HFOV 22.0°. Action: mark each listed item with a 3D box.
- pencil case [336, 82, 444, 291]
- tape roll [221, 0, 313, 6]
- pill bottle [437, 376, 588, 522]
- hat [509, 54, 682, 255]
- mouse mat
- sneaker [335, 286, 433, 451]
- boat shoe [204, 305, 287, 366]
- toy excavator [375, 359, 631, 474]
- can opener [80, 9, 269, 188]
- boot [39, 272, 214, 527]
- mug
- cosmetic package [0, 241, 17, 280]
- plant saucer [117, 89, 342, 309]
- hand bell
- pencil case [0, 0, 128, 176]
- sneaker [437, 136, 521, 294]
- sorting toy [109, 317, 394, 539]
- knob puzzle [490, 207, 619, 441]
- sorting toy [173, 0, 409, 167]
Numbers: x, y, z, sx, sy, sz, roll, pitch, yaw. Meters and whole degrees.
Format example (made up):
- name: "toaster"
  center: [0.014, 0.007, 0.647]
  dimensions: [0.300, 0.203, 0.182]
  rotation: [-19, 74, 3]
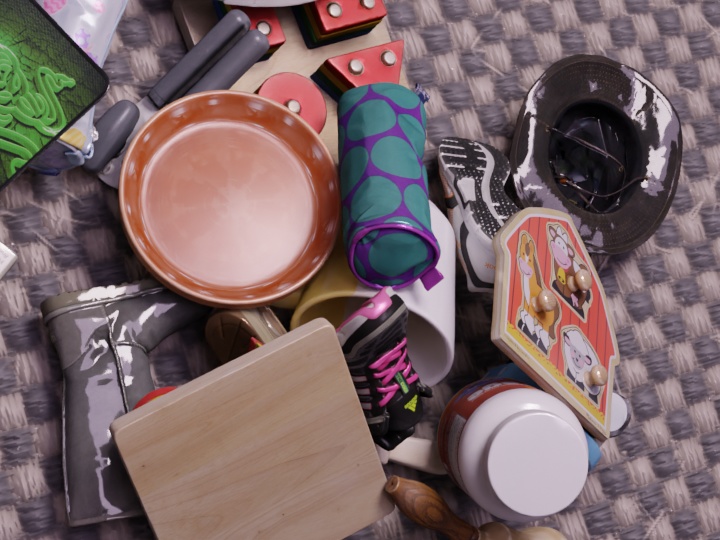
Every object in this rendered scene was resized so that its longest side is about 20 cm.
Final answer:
- name: "pencil case"
  center: [0.025, -0.077, 1.621]
  dimensions: [0.092, 0.085, 0.201]
  rotation: [34, 35, -31]
- name: "tape roll"
  center: [-0.095, -0.313, 1.727]
  dimensions: [0.201, 0.037, 0.204]
  rotation: [4, 39, -3]
- name: "pill bottle"
  center: [0.133, 0.154, 1.588]
  dimensions: [0.111, 0.200, 0.113]
  rotation: [0, 91, -6]
- name: "hat"
  center: [0.225, -0.108, 1.845]
  dimensions: [0.199, 0.081, 0.203]
  rotation: [3, 79, -16]
- name: "mouse mat"
  center: [-0.321, -0.161, 1.580]
  dimensions: [0.161, 0.008, 0.200]
  rotation: [-43, 62, -5]
- name: "sneaker"
  center: [0.023, 0.089, 1.580]
  dimensions: [0.074, 0.201, 0.087]
  rotation: [-37, 68, -25]
- name: "boat shoe"
  center: [-0.065, 0.104, 1.649]
  dimensions: [0.201, 0.071, 0.065]
  rotation: [63, 30, -21]
- name: "toy excavator"
  center: [0.123, 0.147, 1.723]
  dimensions: [0.194, 0.100, 0.200]
  rotation: [43, 73, -6]
- name: "can opener"
  center: [-0.169, -0.154, 1.659]
  dimensions: [0.200, 0.067, 0.053]
  rotation: [-44, 76, 3]
- name: "boot"
  center: [-0.185, 0.112, 1.608]
  dimensions: [0.180, 0.073, 0.202]
  rotation: [-12, 75, -17]
- name: "mug"
  center: [0.009, -0.001, 1.681]
  dimensions: [0.186, 0.149, 0.154]
  rotation: [33, 49, -24]
- name: "cosmetic package"
  center: [-0.386, 0.037, 1.528]
  dimensions: [0.105, 0.071, 0.201]
  rotation: [38, 71, -9]
- name: "plant saucer"
  center: [-0.114, -0.061, 1.624]
  dimensions: [0.198, 0.032, 0.202]
  rotation: [4, 70, -11]
- name: "hand bell"
  center: [0.089, 0.232, 1.632]
  dimensions: [0.200, 0.104, 0.105]
  rotation: [38, 61, -34]
- name: "pencil case"
  center: [-0.260, -0.188, 1.623]
  dimensions: [0.090, 0.083, 0.202]
  rotation: [2, 67, 18]
- name: "sneaker"
  center: [0.106, -0.055, 1.757]
  dimensions: [0.073, 0.080, 0.201]
  rotation: [8, 35, -12]
- name: "sorting toy"
  center: [-0.095, 0.155, 1.557]
  dimensions: [0.199, 0.070, 0.200]
  rotation: [-26, 120, -13]
- name: "knob puzzle"
  center: [0.185, 0.025, 1.662]
  dimensions: [0.219, 0.030, 0.221]
  rotation: [32, 47, -42]
- name: "sorting toy"
  center: [-0.047, -0.197, 1.750]
  dimensions: [0.199, 0.070, 0.200]
  rotation: [-18, 83, -27]
